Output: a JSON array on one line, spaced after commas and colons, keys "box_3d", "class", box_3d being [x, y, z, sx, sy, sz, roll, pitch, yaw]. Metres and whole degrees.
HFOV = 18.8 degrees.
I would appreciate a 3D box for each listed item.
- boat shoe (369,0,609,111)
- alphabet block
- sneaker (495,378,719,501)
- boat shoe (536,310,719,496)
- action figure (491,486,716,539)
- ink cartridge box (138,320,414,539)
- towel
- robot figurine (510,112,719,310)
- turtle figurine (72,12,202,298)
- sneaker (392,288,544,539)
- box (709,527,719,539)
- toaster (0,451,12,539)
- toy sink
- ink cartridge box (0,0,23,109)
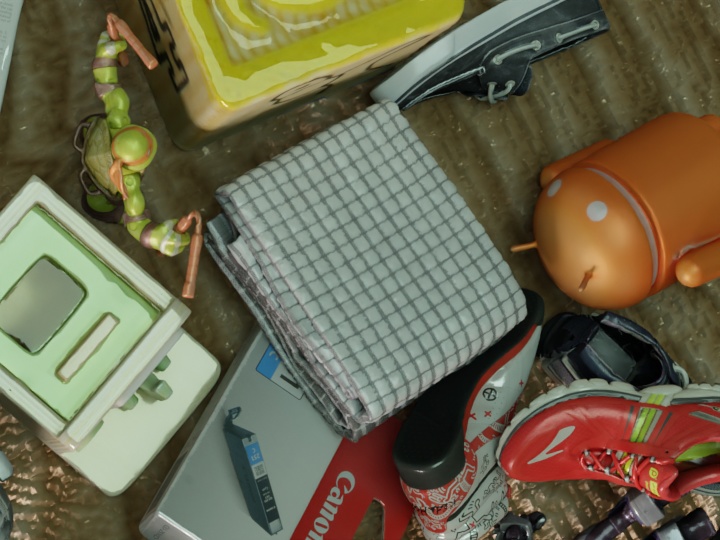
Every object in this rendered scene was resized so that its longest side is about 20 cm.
[{"box_3d": [0.102, -0.159, 1.642, 0.199, 0.072, 0.068, -30, 91, -22], "class": "boat shoe"}, {"box_3d": [-0.066, -0.217, 1.533, 0.195, 0.200, 0.197, -25, 91, -16], "class": "alphabet block"}, {"box_3d": [0.198, 0.128, 1.558, 0.199, 0.085, 0.077, -6, 130, -5], "class": "sneaker"}, {"box_3d": [0.226, 0.103, 1.635, 0.200, 0.093, 0.075, 35, 78, -9], "class": "boat shoe"}, {"box_3d": [0.167, 0.225, 1.624, 0.199, 0.069, 0.130, -31, 100, -2], "class": "action figure"}, {"box_3d": [-0.038, 0.149, 1.553, 0.176, 0.045, 0.200, 35, 55, -9], "class": "ink cartridge box"}, {"box_3d": [0.000, 0.000, 1.562, 0.165, 0.086, 0.200, -32, 81, -25], "class": "towel"}, {"box_3d": [0.213, -0.043, 1.622, 0.199, 0.117, 0.144, -29, 83, -26], "class": "robot figurine"}, {"box_3d": [-0.166, -0.070, 1.514, 0.064, 0.161, 0.201, -18, 90, -15], "class": "turtle figurine"}, {"box_3d": [0.088, 0.112, 1.618, 0.202, 0.067, 0.108, -58, 143, -39], "class": "sneaker"}, {"box_3d": [0.360, 0.229, 1.681, 0.158, 0.050, 0.200, 45, 77, -7], "class": "box"}, {"box_3d": [-0.324, 0.183, 1.460, 0.200, 0.129, 0.114, -33, 93, -15], "class": "toaster"}, {"box_3d": [-0.199, 0.051, 1.520, 0.200, 0.112, 0.130, 43, 77, -7], "class": "toy sink"}, {"box_3d": [-0.326, -0.178, 1.549, 0.161, 0.050, 0.201, 13, 74, -12], "class": "ink cartridge box"}]
